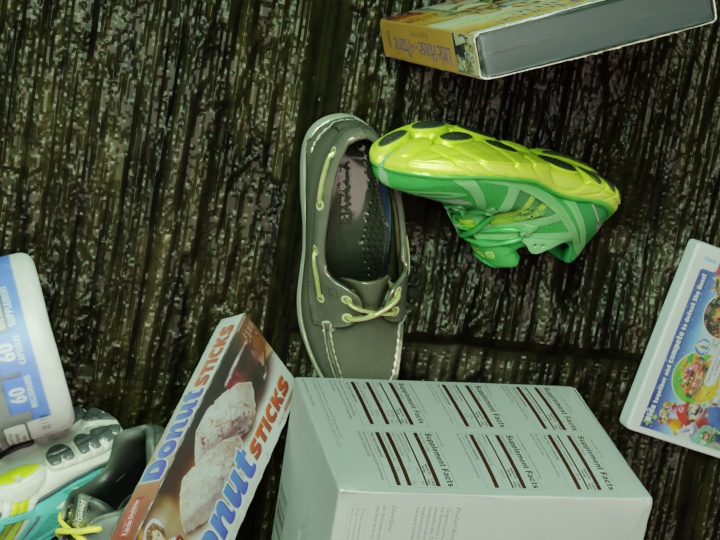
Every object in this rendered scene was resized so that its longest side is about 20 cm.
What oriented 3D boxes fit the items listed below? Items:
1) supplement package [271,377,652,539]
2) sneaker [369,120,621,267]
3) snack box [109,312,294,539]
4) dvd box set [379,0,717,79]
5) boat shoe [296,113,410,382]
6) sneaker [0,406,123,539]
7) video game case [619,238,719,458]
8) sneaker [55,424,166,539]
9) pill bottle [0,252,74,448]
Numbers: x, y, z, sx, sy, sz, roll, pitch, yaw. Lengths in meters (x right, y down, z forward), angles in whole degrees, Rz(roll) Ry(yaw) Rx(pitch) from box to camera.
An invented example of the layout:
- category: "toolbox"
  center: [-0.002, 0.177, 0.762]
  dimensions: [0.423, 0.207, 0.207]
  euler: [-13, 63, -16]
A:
- category: "supplement package"
  center: [0.053, 0.186, 1.029]
  dimensions: [0.199, 0.147, 0.192]
  euler: [4, 114, -15]
- category: "sneaker"
  center: [0.089, -0.042, 1.028]
  dimensions: [0.200, 0.074, 0.084]
  euler: [12, 108, -37]
- category: "snack box"
  center: [-0.093, 0.119, 0.983]
  dimensions: [0.024, 0.200, 0.072]
  euler: [-14, 124, 31]
- category: "dvd box set"
  center: [0.106, -0.153, 0.965]
  dimensions: [0.146, 0.200, 0.029]
  euler: [-16, 105, -10]
- category: "boat shoe"
  center: [-0.003, 0.000, 1.040]
  dimensions: [0.072, 0.060, 0.202]
  euler: [-8, 103, -14]
- category: "sneaker"
  center: [-0.233, 0.160, 1.001]
  dimensions: [0.200, 0.077, 0.080]
  euler: [-20, 117, -18]
- category: "video game case"
  center: [0.301, 0.075, 1.157]
  dimensions: [0.200, 0.018, 0.144]
  euler: [19, 96, -18]
- category: "sneaker"
  center: [-0.166, 0.180, 0.975]
  dimensions: [0.200, 0.074, 0.085]
  euler: [-59, 137, -24]
- category: "pill bottle"
  center: [-0.282, 0.067, 0.953]
  dimensions: [0.199, 0.114, 0.114]
  euler: [-16, 104, -11]
